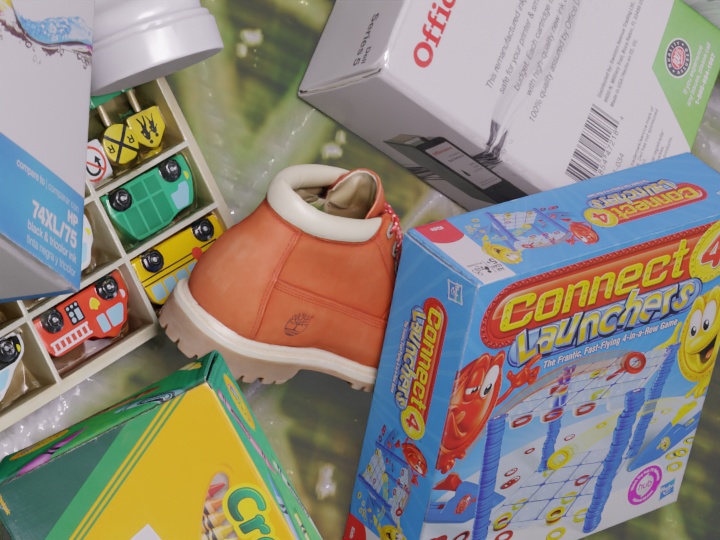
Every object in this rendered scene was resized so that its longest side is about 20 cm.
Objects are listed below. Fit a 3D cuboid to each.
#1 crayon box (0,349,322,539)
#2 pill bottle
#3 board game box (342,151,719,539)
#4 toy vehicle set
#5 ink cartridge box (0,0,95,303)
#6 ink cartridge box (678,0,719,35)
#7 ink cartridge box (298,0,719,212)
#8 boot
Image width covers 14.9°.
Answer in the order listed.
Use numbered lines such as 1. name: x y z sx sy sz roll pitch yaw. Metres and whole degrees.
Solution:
1. crayon box: -0.074 0.154 1.295 0.119 0.058 0.200 -27 101 8
2. pill bottle: -0.131 -0.188 1.312 0.111 0.111 0.200 -21 91 -37
3. board game box: 0.097 0.053 1.410 0.200 0.056 0.196 -17 131 -36
4. toy vehicle set: -0.153 -0.009 1.324 0.200 0.027 0.124 -33 101 -35
5. ink cartridge box: -0.210 -0.098 1.179 0.146 0.147 0.200 41 47 -60
6. ink cartridge box: 0.247 -0.173 1.493 0.200 0.144 0.084 36 63 -28
7. ink cartridge box: 0.085 -0.111 1.476 0.200 0.084 0.146 33 67 -27
8. boot: 0.000 0.000 1.362 0.075 0.107 0.200 45 23 28
